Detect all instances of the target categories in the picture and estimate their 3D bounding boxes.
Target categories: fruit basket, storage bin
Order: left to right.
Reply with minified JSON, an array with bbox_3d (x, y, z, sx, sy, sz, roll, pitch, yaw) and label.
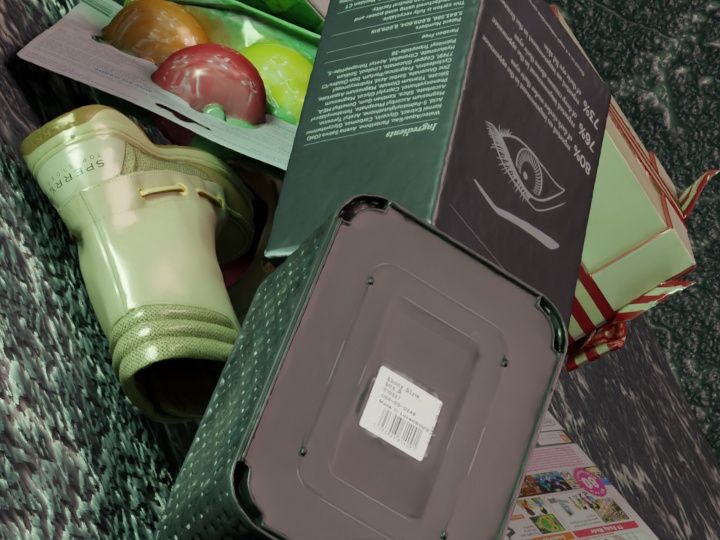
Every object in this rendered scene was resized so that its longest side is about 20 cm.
[{"bbox_3d":[-0.090,-0.098,1.680,0.185,0.094,0.200,22,21,1],"label":"fruit basket"},{"bbox_3d":[0.002,0.082,1.425,0.135,0.094,0.200,31,52,-13],"label":"storage bin"}]

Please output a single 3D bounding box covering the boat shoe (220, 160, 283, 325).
[{"bbox_3d":[-0.071,-0.028,1.739,0.069,0.074,0.200,52,11,-35],"label":"boat shoe"}]

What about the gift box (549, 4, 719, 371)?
[{"bbox_3d":[0.126,-0.046,1.969,0.187,0.200,0.185,57,16,-18],"label":"gift box"}]

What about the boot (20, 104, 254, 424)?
[{"bbox_3d":[-0.092,0.009,1.548,0.156,0.073,0.200,66,13,21],"label":"boot"}]

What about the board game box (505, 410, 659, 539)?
[{"bbox_3d":[0.076,0.135,1.639,0.147,0.064,0.200,-2,45,-51],"label":"board game box"}]

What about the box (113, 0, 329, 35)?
[{"bbox_3d":[-0.091,-0.178,1.786,0.144,0.199,0.036,43,66,-59],"label":"box"}]

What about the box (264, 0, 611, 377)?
[{"bbox_3d":[0.046,-0.053,1.585,0.148,0.104,0.201,50,43,-41],"label":"box"}]
